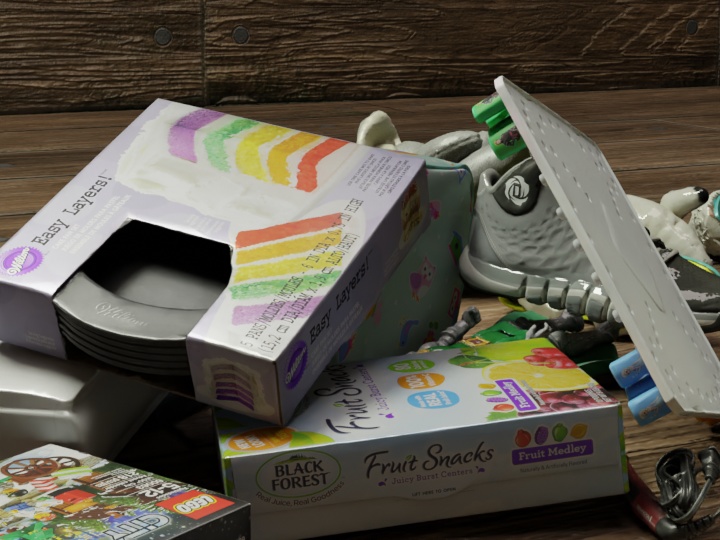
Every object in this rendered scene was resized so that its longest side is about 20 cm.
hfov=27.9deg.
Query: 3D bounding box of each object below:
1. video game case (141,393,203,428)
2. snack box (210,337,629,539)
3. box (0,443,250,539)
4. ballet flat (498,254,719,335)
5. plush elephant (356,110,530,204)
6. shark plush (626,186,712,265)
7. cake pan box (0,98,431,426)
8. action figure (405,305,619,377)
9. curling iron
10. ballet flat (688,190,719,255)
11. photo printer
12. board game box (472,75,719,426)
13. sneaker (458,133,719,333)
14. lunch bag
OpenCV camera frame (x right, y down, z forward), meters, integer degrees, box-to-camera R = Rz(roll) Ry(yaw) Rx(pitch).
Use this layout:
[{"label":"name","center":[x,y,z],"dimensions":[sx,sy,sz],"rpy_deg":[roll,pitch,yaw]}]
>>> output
[{"label":"video game case","center":[-0.142,0.064,0.988],"dimensions":[0.143,0.019,0.200],"rpy_deg":[6,14,26]},{"label":"snack box","center":[0.024,0.086,0.769],"dimensions":[0.199,0.053,0.142],"rpy_deg":[-7,11,-7]},{"label":"box","center":[-0.162,0.129,0.619],"dimensions":[0.136,0.038,0.200],"rpy_deg":[9,14,35]},{"label":"ballet flat","center":[0.186,0.021,1.121],"dimensions":[0.067,0.067,0.200],"rpy_deg":[-34,27,-32]},{"label":"plush elephant","center":[0.077,-0.068,1.273],"dimensions":[0.200,0.165,0.155],"rpy_deg":[-22,37,5]},{"label":"shark plush","center":[0.215,-0.018,1.256],"dimensions":[0.200,0.083,0.091],"rpy_deg":[3,30,41]},{"label":"cake pan box","center":[-0.083,-0.011,0.795],"dimensions":[0.184,0.052,0.200],"rpy_deg":[14,41,23]},{"label":"action figure","center":[0.092,0.055,0.959],"dimensions":[0.200,0.055,0.118],"rpy_deg":[-16,22,-40]},{"label":"curling iron","center":[0.143,0.100,0.783],"dimensions":[0.050,0.026,0.200],"rpy_deg":[-40,15,-6]},{"label":"ballet flat","center":[0.361,-0.043,1.436],"dimensions":[0.072,0.072,0.200],"rpy_deg":[7,11,30]},{"label":"photo printer","center":[-0.196,0.057,0.839],"dimensions":[0.166,0.070,0.200],"rpy_deg":[3,20,13]},{"label":"board game box","center":[0.145,-0.001,0.824],"dimensions":[0.026,0.200,0.200],"rpy_deg":[-32,-18,18]},{"label":"sneaker","center":[0.161,-0.029,0.956],"dimensions":[0.200,0.116,0.075],"rpy_deg":[11,15,24]},{"label":"lunch bag","center":[0.000,0.000,0.965],"dimensions":[0.077,0.161,0.200],"rpy_deg":[13,11,29]}]
